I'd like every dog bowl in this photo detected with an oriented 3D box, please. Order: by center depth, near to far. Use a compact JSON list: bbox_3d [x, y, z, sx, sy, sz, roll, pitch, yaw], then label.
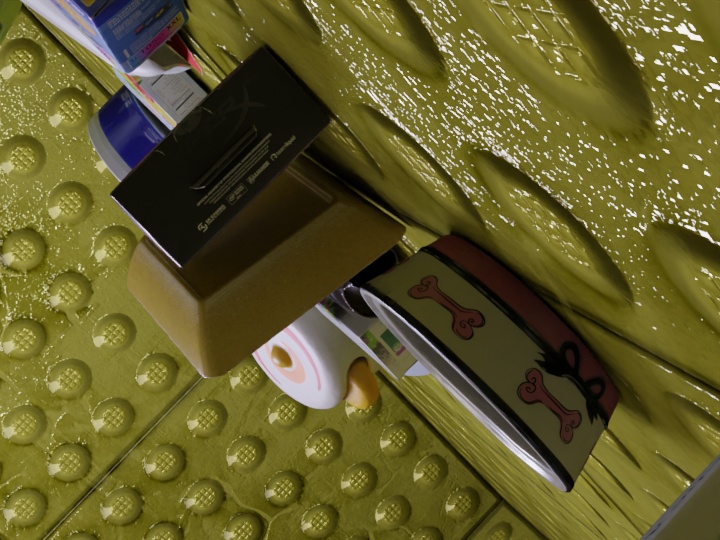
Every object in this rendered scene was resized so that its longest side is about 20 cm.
[{"bbox_3d":[0.094,0.057,0.891,0.200,0.074,0.200,45,175,5],"label":"dog bowl"},{"bbox_3d":[-0.241,-0.146,1.621,0.200,0.079,0.200,43,-166,-13],"label":"dog bowl"}]

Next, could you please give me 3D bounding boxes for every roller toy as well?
[{"bbox_3d":[-0.057,0.077,1.633,0.182,0.140,0.201,2,125,54],"label":"roller toy"}]

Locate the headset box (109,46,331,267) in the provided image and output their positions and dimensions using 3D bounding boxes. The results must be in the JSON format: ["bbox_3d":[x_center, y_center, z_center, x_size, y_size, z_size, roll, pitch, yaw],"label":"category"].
[{"bbox_3d":[-0.106,-0.081,0.950,0.075,0.149,0.200,46,175,-9],"label":"headset box"}]

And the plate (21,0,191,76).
[{"bbox_3d":[-0.256,-0.237,1.196,0.199,0.032,0.200,36,-173,-6],"label":"plate"}]

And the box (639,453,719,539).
[{"bbox_3d":[0.168,0.169,0.450,0.200,0.199,0.171,43,175,14],"label":"box"}]

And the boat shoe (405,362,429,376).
[{"bbox_3d":[0.027,0.088,1.750,0.199,0.068,0.074,8,140,39],"label":"boat shoe"}]

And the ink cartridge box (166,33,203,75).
[{"bbox_3d":[-0.245,-0.262,1.194,0.162,0.050,0.200,42,171,37],"label":"ink cartridge box"}]

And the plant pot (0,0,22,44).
[{"bbox_3d":[-0.470,-0.363,1.437,0.199,0.182,0.200,39,173,43],"label":"plant pot"}]

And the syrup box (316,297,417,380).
[{"bbox_3d":[0.004,0.033,1.411,0.081,0.079,0.200,48,174,-32],"label":"syrup box"}]

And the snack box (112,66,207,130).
[{"bbox_3d":[-0.214,-0.197,1.457,0.142,0.053,0.200,46,176,-7],"label":"snack box"}]

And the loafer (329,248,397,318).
[{"bbox_3d":[0.000,0.000,1.191,0.071,0.073,0.200,40,175,30],"label":"loafer"}]

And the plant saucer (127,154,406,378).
[{"bbox_3d":[-0.093,-0.025,1.066,0.200,0.200,0.049,38,161,53],"label":"plant saucer"}]

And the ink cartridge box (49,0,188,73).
[{"bbox_3d":[-0.206,-0.235,0.943,0.136,0.076,0.200,44,174,2],"label":"ink cartridge box"}]
